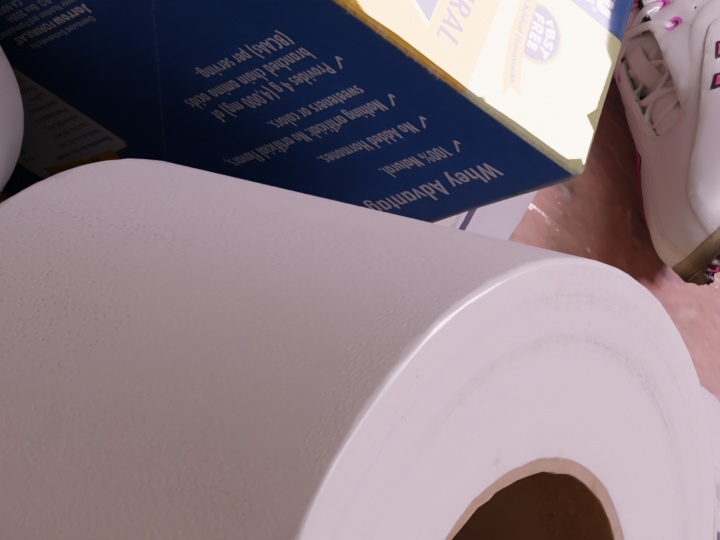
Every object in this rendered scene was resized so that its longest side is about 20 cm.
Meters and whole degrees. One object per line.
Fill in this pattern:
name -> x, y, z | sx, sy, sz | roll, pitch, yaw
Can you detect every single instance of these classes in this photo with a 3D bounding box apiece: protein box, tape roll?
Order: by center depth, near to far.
tape roll -> -0.019, 0.082, 0.622 | 0.203, 0.139, 0.203 | -22, 119, -48
protein box -> -0.053, -0.111, 0.723 | 0.200, 0.198, 0.135 | 33, 61, -27

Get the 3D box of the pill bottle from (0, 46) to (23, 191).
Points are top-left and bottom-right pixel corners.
pill bottle -> -0.167, 0.007, 0.623 | 0.114, 0.114, 0.200 | 42, 41, -14

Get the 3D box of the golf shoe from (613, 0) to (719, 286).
golf shoe -> 0.129, -0.069, 1.004 | 0.092, 0.073, 0.200 | 34, 33, -13

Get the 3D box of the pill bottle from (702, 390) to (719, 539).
pill bottle -> 0.073, 0.136, 0.754 | 0.114, 0.114, 0.200 | 25, 47, -30

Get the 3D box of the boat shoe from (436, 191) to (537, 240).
boat shoe -> 0.000, 0.000, 0.831 | 0.070, 0.071, 0.200 | 38, 40, -2
